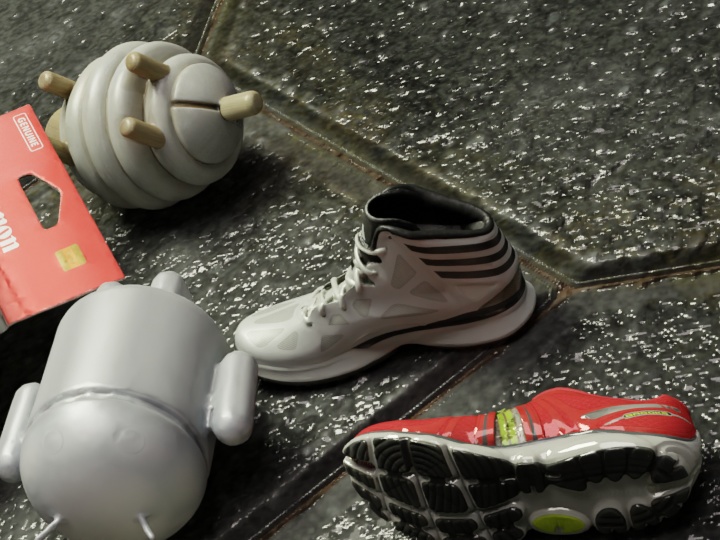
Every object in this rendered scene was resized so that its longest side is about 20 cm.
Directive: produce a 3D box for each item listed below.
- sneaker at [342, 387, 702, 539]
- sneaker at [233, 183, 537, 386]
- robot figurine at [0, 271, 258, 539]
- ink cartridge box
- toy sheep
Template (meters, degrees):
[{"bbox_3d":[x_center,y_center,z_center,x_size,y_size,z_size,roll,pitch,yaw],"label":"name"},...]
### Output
[{"bbox_3d":[0.091,0.103,1.003,0.199,0.077,0.085,-2,31,18],"label":"sneaker"},{"bbox_3d":[0.000,0.000,1.130,0.200,0.116,0.076,-13,38,16],"label":"sneaker"},{"bbox_3d":[-0.142,0.089,1.103,0.169,0.113,0.200,-13,38,18],"label":"robot figurine"},{"bbox_3d":[-0.279,-0.034,1.230,0.176,0.045,0.200,-26,51,-11],"label":"ink cartridge box"},{"bbox_3d":[-0.156,-0.109,1.337,0.200,0.138,0.138,-1,42,37],"label":"toy sheep"}]
